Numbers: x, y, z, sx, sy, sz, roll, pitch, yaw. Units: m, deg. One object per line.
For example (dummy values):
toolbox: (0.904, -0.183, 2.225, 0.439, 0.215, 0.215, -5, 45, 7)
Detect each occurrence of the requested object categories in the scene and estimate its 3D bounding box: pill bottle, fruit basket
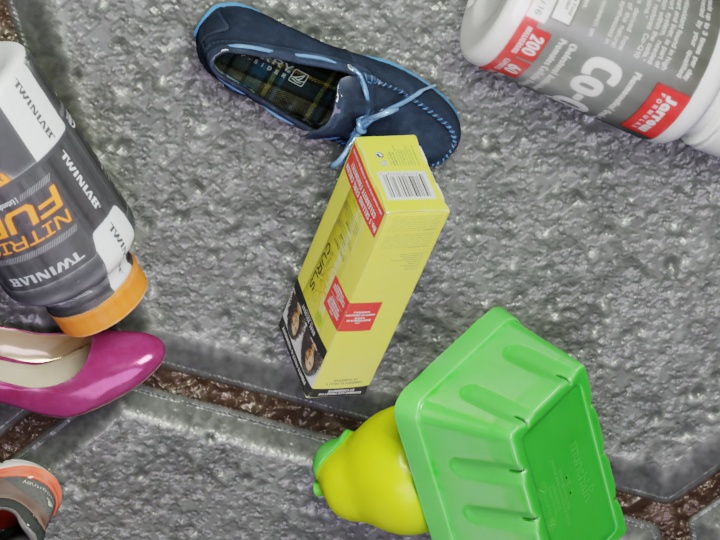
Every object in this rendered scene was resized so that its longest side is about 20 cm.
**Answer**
pill bottle: (0.177, -0.153, 1.493, 0.200, 0.114, 0.114, 22, 118, -14)
fruit basket: (0.073, 0.142, 1.675, 0.215, 0.155, 0.216, 30, 141, 27)
pill bottle: (-0.224, -0.049, 1.545, 0.106, 0.106, 0.200, -25, 119, 12)

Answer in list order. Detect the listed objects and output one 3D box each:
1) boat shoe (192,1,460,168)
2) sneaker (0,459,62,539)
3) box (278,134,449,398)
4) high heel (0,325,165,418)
boat shoe: (-0.025, -0.111, 1.536, 0.200, 0.069, 0.084, 18, 119, -14)
sneaker: (-0.325, 0.204, 1.707, 0.200, 0.082, 0.077, -21, 119, 10)
box: (0.000, 0.000, 1.567, 0.050, 0.075, 0.200, -3, 142, -25)
high heel: (-0.246, 0.056, 1.632, 0.200, 0.067, 0.096, -8, 132, 18)
